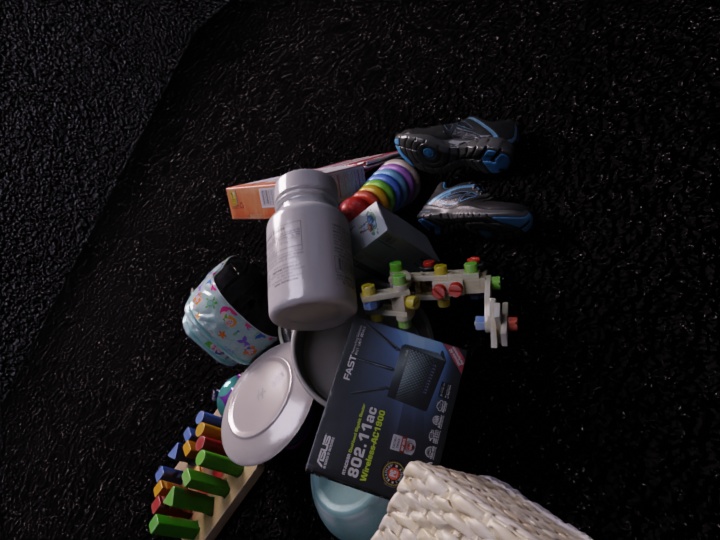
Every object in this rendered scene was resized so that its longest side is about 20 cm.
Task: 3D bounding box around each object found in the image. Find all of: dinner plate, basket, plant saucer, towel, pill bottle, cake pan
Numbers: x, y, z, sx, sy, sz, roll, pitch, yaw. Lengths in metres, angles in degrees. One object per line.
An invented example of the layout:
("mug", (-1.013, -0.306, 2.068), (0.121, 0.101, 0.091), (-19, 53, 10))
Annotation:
("dinner plate", (-0.148, 0.195, 0.802), (0.200, 0.024, 0.200), (-26, 41, 25))
("basket", (0.109, 0.302, 0.465), (0.200, 0.161, 0.198), (17, 77, 53))
("plant saucer", (-0.005, 0.262, 0.722), (0.200, 0.036, 0.200), (-28, 45, 32))
("towel", (-0.007, -0.204, 1.020), (0.144, 0.023, 0.200), (-26, 19, -38))
("pill bottle", (-0.069, -0.029, 0.706), (0.114, 0.114, 0.200), (-25, 59, 34))
("cake pan", (0.003, 0.108, 0.740), (0.200, 0.037, 0.200), (0, 63, 1))

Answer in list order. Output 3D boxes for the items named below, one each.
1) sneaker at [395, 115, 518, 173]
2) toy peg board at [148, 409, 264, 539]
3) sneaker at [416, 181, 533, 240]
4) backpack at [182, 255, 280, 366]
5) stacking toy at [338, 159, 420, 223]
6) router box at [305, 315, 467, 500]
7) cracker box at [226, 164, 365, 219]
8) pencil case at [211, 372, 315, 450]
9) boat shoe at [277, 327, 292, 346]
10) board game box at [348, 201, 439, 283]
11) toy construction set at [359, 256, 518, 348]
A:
("sneaker", (0.154, -0.205, 0.845), (0.200, 0.073, 0.082), (13, 61, 27))
("toy peg board", (-0.292, 0.348, 0.918), (0.200, 0.098, 0.199), (-54, 37, 1))
("sneaker", (0.168, -0.097, 0.772), (0.200, 0.073, 0.082), (13, 73, 50))
("backpack", (-0.222, 0.079, 0.941), (0.151, 0.178, 0.200), (-44, 12, 6))
("stacking toy", (0.025, -0.118, 0.855), (0.085, 0.085, 0.200), (-22, 11, 36))
("router box", (0.034, 0.173, 0.651), (0.150, 0.062, 0.200), (16, 70, 5))
("cracker box", (-0.102, -0.134, 0.882), (0.134, 0.200, 0.058), (4, 109, 41))
("pencil case", (-0.163, 0.230, 0.877), (0.200, 0.085, 0.093), (3, 92, 48))
("boat shoe", (-0.096, 0.086, 0.921), (0.066, 0.074, 0.199), (-45, 28, 22))
("board game box", (0.000, 0.000, 0.816), (0.200, 0.148, 0.064), (-38, 51, 21))
("toy construction set", (0.108, 0.033, 0.687), (0.200, 0.131, 0.092), (12, 110, 15))
